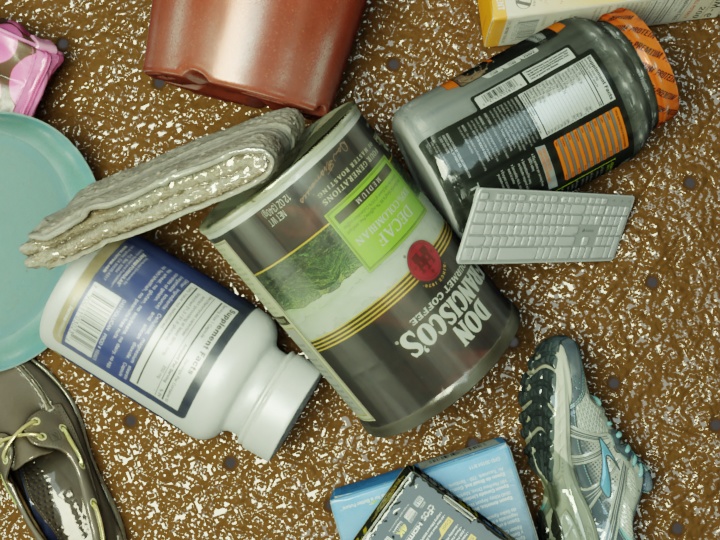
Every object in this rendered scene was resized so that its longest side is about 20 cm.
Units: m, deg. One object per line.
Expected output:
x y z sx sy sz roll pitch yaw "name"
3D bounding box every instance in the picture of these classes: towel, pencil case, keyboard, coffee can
-0.138 -0.062 0.826 0.199 0.133 0.035 -20 107 14 "towel"
-0.304 -0.103 0.924 0.093 0.091 0.201 17 86 42 "pencil case"
0.143 -0.032 0.874 0.011 0.199 0.057 23 107 42 "keyboard"
0.000 0.000 0.854 0.146 0.146 0.200 -40 103 -3 "coffee can"

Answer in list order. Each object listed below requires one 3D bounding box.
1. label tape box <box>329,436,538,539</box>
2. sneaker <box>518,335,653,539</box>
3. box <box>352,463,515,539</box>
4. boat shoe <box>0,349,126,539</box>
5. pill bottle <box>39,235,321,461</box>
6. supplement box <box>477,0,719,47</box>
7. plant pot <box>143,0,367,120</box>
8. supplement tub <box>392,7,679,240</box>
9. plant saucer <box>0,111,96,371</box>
0.073 0.247 0.896 0.144 0.063 0.201 -17 87 -1 "label tape box"
0.178 0.148 0.910 0.086 0.078 0.201 -7 91 -12 "sneaker"
0.041 0.267 0.839 0.159 0.049 0.200 36 87 0 "box"
-0.249 0.148 0.911 0.072 0.060 0.201 -28 85 -2 "boat shoe"
-0.133 0.059 0.894 0.200 0.111 0.111 31 85 3 "pill bottle"
0.191 -0.262 0.941 0.199 0.074 0.127 -8 82 0 "supplement box"
-0.073 -0.227 0.892 0.200 0.201 0.196 13 93 2 "plant pot"
0.135 -0.114 0.903 0.199 0.123 0.123 -28 85 -3 "supplement tub"
-0.283 -0.022 0.883 0.027 0.200 0.201 16 83 39 "plant saucer"
